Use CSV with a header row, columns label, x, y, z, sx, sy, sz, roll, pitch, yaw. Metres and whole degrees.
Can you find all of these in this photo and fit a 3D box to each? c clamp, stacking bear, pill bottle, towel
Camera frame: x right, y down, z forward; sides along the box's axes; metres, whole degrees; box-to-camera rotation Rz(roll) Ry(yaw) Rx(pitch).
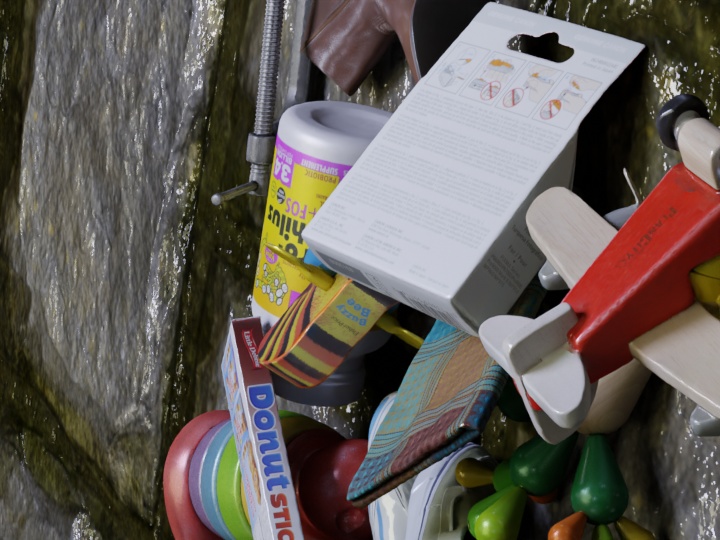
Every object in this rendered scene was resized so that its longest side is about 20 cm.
label,x,y,z,sx,sy,sz,roll,pitch,yaw
c clamp,-0.056,-0.151,1.807,0.171,0.027,0.201,-18,-63,-72
stacking bear,-0.043,0.157,1.795,0.200,0.121,0.114,-1,128,51
pill bottle,-0.019,-0.010,1.747,0.104,0.104,0.201,39,125,56
towel,0.065,0.046,1.537,0.147,0.022,0.200,-39,18,50

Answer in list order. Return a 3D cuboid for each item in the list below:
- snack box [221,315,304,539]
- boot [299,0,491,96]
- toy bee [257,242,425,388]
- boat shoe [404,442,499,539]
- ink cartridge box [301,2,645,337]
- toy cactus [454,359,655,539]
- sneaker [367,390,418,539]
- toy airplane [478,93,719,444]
label,x,y,z,sx,sy,sz,roll,pitch,yaw
snack box,-0.065,0.137,1.707,0.072,0.024,0.201,106,154,-61
boot,0.018,-0.153,1.719,0.200,0.064,0.187,141,128,-57
toy bee,0.000,0.000,1.640,0.109,0.130,0.201,-110,34,-68
boat shoe,0.065,0.177,1.572,0.062,0.072,0.200,-19,27,28
ink cartridge box,0.076,-0.066,1.539,0.200,0.047,0.160,-51,37,-12
toy cactus,0.128,0.108,1.503,0.165,0.102,0.200,-54,35,21
sneaker,0.039,0.180,1.687,0.072,0.072,0.201,-171,80,-78
toy airplane,0.166,0.020,1.348,0.199,0.141,0.201,-16,51,36
